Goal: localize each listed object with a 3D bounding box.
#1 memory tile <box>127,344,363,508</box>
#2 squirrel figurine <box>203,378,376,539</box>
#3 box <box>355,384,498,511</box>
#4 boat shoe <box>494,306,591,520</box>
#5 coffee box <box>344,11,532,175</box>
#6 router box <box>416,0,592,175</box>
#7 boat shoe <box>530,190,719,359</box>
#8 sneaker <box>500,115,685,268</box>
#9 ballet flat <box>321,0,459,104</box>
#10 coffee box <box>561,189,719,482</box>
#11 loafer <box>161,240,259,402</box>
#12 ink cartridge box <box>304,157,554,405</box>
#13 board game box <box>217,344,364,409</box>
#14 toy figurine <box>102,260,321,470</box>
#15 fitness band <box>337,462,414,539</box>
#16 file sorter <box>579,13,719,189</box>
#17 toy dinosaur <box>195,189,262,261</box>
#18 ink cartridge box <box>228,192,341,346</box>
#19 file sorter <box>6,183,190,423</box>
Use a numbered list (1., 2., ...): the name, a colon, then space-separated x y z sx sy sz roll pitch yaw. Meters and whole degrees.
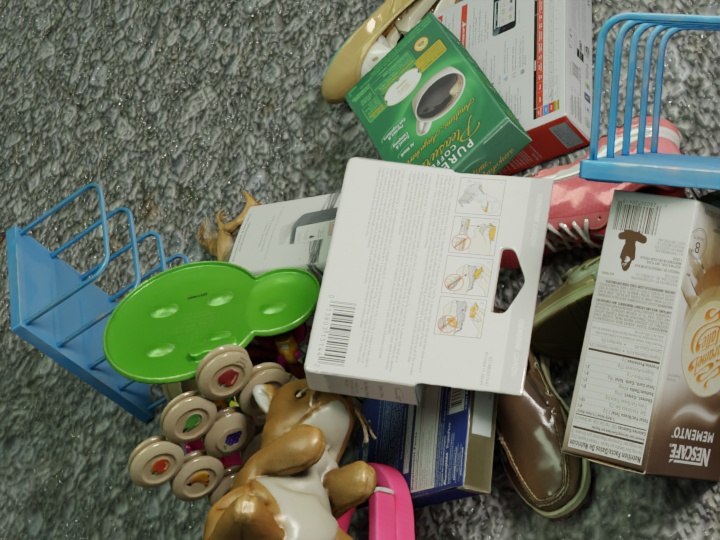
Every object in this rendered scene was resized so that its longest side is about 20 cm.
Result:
1. memory tile: -0.097 0.149 1.490 0.154 0.199 0.017 -51 47 12
2. squirrel figurine: -0.068 0.185 1.403 0.200 0.141 0.188 -50 25 42
3. box: 0.054 0.136 1.443 0.200 0.032 0.122 -25 55 60
4. boat shoe: 0.128 0.112 1.411 0.075 0.075 0.203 -36 43 18
5. coffee box: 0.069 -0.143 1.599 0.123 0.044 0.200 -44 40 11
6. router box: 0.134 -0.184 1.640 0.179 0.049 0.201 -20 50 33
7. boat shoe: 0.223 0.004 1.406 0.200 0.073 0.063 -33 37 17
8. sneaker: 0.192 -0.051 1.471 0.200 0.074 0.087 -34 45 20
9. ballet flat: 0.038 -0.243 1.764 0.200 0.069 0.063 -51 54 3
10. coffee box: 0.230 0.051 1.286 0.079 0.114 0.202 11 89 42
11. loafer: -0.124 0.050 1.655 0.067 0.076 0.201 25 88 50
12. ink cartridge box: 0.058 0.011 1.392 0.175 0.045 0.201 7 63 10
13. board game box: -0.084 0.120 1.647 0.105 0.023 0.200 -57 40 -2
14. toy figurine: -0.107 0.103 1.539 0.198 0.185 0.151 -13 39 8
15. fitness band: -0.005 0.256 1.419 0.144 0.037 0.201 -44 37 49
16. file sorter: 0.265 -0.128 1.303 0.138 0.200 0.124 7 98 23
17. toy dinosaur: -0.128 -0.018 1.757 0.106 0.060 0.200 -49 17 7
18. ink cartridge box: 0.000 0.000 1.558 0.199 0.146 0.085 -5 56 41
19. file sorter: -0.243 0.028 1.727 0.122 0.200 0.139 -33 44 18
